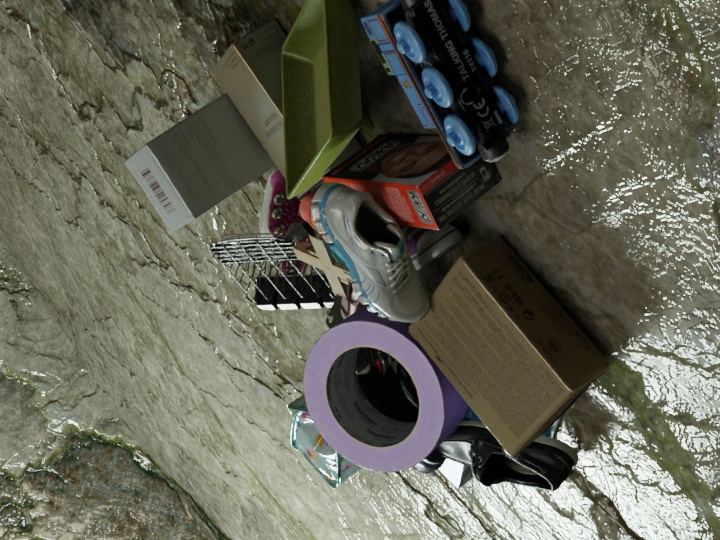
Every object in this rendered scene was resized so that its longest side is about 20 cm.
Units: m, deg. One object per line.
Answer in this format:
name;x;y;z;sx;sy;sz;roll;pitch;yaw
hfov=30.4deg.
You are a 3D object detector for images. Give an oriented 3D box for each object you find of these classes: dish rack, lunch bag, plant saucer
dish rack;-0.112;-0.006;1.832;0.153;0.055;0.200;-4;149;23
lunch bag;-0.012;0.197;1.917;0.122;0.170;0.200;42;157;22
plant saucer;-0.043;-0.206;1.522;0.200;0.048;0.201;134;135;-66

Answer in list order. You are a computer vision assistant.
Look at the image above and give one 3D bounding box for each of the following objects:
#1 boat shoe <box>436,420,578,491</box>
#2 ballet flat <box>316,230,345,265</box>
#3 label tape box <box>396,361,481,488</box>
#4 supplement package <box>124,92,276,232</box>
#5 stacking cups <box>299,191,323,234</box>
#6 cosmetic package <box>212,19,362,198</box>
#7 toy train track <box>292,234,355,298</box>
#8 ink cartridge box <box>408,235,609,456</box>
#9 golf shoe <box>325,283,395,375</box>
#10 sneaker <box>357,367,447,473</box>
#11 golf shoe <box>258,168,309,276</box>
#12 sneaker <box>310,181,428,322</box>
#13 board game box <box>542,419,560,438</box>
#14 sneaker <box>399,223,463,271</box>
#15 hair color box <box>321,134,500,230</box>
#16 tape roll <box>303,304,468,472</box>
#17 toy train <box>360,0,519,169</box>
boat shoe;0.173;0.242;1.675;0.198;0.066;0.075;9;141;29
ballet flat;-0.004;0.005;1.809;0.063;0.068;0.201;-125;13;-72
label tape box;0.114;0.185;1.805;0.144;0.063;0.200;43;152;26
supplement package;-0.190;-0.157;1.754;0.117;0.200;0.117;57;155;-7
stacking cups;-0.019;-0.051;1.626;0.200;0.060;0.061;28;146;61
cosmetic package;-0.093;-0.203;1.676;0.201;0.073;0.103;56;156;-1
toy train track;0.000;0.000;1.664;0.199;0.033;0.115;24;152;34
ink cartridge box;0.167;0.088;1.529;0.200;0.075;0.165;51;144;14
golf shoe;-0.009;0.042;1.746;0.077;0.088;0.201;-34;-63;-77
sneaker;0.038;0.195;1.797;0.200;0.070;0.082;51;152;16
golf shoe;-0.118;-0.078;1.885;0.091;0.075;0.201;42;152;32
sneaker;0.025;-0.014;1.481;0.086;0.075;0.200;5;140;52
board game box;0.172;0.119;1.662;0.200;0.026;0.200;44;154;24
sneaker;0.045;-0.055;1.619;0.115;0.072;0.200;61;155;-7
hair color box;0.054;-0.103;1.500;0.200;0.101;0.061;11;134;56
tape roll;0.033;0.146;1.674;0.199;0.085;0.201;10;111;26
toy train;0.085;-0.200;1.350;0.201;0.087;0.114;60;164;-16
